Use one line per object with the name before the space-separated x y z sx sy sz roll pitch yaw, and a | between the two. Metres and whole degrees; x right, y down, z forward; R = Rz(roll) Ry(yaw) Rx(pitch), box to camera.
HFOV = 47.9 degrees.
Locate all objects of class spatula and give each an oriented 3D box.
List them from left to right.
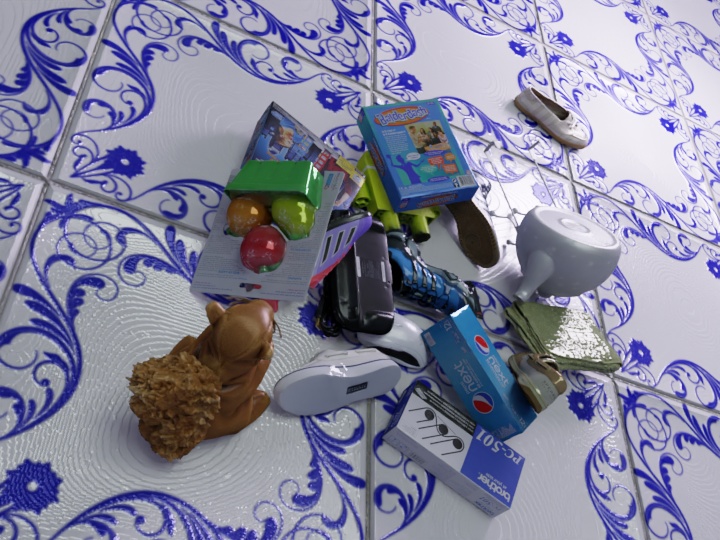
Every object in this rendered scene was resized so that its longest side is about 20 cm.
spatula | 0.195 0.095 1.338 0.056 0.021 0.200 16 48 -23

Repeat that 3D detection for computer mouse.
computer mouse | 0.028 0.081 1.217 0.200 0.044 0.110 25 45 -16

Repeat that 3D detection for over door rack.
over door rack | 0.312 -0.149 1.570 0.148 0.067 0.200 -9 83 -39

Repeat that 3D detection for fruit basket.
fruit basket | -0.125 -0.051 1.112 0.094 0.185 0.200 44 54 -58

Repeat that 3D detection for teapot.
teapot | 0.360 -0.017 1.457 0.200 0.146 0.197 12 26 -12

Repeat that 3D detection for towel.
towel | 0.351 0.117 1.403 0.200 0.037 0.148 6 40 -31

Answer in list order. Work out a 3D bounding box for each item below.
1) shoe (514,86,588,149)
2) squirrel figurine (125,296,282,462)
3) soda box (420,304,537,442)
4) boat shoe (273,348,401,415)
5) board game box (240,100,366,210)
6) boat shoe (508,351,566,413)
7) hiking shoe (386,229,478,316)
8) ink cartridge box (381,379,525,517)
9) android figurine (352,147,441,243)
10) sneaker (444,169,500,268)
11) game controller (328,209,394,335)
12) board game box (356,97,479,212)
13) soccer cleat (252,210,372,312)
shoe | 0.441 -0.346 1.839 0.200 0.053 0.070 33 44 -9
squirrel figurine | -0.172 0.122 0.940 0.142 0.187 0.200 44 43 3
soda box | 0.179 0.157 1.220 0.068 0.064 0.200 -21 79 -57
boat shoe | -0.039 0.142 1.115 0.200 0.071 0.070 -9 35 -35
board game box | -0.115 -0.139 1.278 0.200 0.062 0.200 38 47 -9
boat shoe | 0.276 0.163 1.246 0.074 0.066 0.200 58 7 -7
hiking shoe | 0.094 0.027 1.297 0.200 0.074 0.087 40 50 13
ink cartridge box | 0.134 0.253 1.154 0.200 0.044 0.094 37 45 -5
android figurine | 0.059 -0.140 1.417 0.182 0.041 0.200 5 55 -32
sneaker | 0.213 -0.102 1.475 0.108 0.070 0.200 -15 76 -56
game controller | 0.000 0.000 1.208 0.104 0.042 0.200 18 55 -35
board game box | 0.097 -0.203 1.404 0.152 0.045 0.200 -10 64 -20
soccer cleat | -0.062 -0.016 1.159 0.200 0.068 0.073 -30 85 -3
